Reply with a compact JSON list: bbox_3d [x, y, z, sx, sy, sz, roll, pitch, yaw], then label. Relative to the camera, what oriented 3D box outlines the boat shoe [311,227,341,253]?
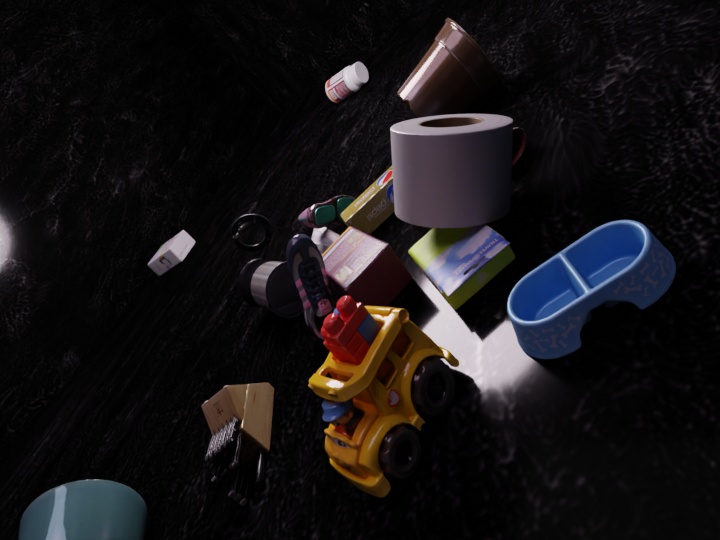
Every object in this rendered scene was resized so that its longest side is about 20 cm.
[{"bbox_3d":[-0.077,-0.059,1.228,0.070,0.071,0.199,-62,31,2],"label":"boat shoe"}]

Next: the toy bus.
[{"bbox_3d":[0.004,0.136,0.652,0.134,0.193,0.203,0,50,53],"label":"toy bus"}]

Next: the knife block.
[{"bbox_3d":[-0.187,0.286,0.885,0.063,0.179,0.199,-33,-19,12],"label":"knife block"}]

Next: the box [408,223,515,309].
[{"bbox_3d":[0.156,-0.023,0.830,0.121,0.048,0.201,-41,24,5],"label":"box"}]

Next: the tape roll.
[{"bbox_3d":[0.148,-0.169,0.858,0.194,0.144,0.204,-4,23,2],"label":"tape roll"}]

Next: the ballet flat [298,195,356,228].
[{"bbox_3d":[-0.074,-0.137,1.237,0.069,0.072,0.198,6,16,34],"label":"ballet flat"}]

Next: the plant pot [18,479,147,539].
[{"bbox_3d":[-0.443,0.470,0.830,0.199,0.201,0.162,-39,37,7],"label":"plant pot"}]

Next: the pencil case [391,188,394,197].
[{"bbox_3d":[0.146,-0.215,1.108,0.077,0.088,0.202,29,70,21],"label":"pencil case"}]

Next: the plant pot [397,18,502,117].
[{"bbox_3d":[0.202,-0.446,1.262,0.198,0.199,0.202,-43,24,16],"label":"plant pot"}]

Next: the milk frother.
[{"bbox_3d":[-0.208,-0.016,1.189,0.186,0.199,0.184,5,59,58],"label":"milk frother"}]

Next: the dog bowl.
[{"bbox_3d":[0.258,0.018,0.612,0.198,0.050,0.113,-37,26,17],"label":"dog bowl"}]

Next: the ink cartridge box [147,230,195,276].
[{"bbox_3d":[-0.888,-0.082,2.476,0.196,0.084,0.147,-26,30,33],"label":"ink cartridge box"}]

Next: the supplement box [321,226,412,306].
[{"bbox_3d":[0.000,0.000,0.989,0.110,0.086,0.199,-45,24,-6],"label":"supplement box"}]

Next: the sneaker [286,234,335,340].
[{"bbox_3d":[-0.076,0.035,0.942,0.069,0.206,0.082,-26,32,-18],"label":"sneaker"}]

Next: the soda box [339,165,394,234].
[{"bbox_3d":[0.048,-0.162,1.192,0.199,0.064,0.068,-43,24,4],"label":"soda box"}]

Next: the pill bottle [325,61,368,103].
[{"bbox_3d":[-0.060,-0.838,2.342,0.196,0.110,0.111,-15,36,45],"label":"pill bottle"}]

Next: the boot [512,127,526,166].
[{"bbox_3d":[0.206,-0.200,0.999,0.204,0.074,0.153,-48,27,-9],"label":"boot"}]
